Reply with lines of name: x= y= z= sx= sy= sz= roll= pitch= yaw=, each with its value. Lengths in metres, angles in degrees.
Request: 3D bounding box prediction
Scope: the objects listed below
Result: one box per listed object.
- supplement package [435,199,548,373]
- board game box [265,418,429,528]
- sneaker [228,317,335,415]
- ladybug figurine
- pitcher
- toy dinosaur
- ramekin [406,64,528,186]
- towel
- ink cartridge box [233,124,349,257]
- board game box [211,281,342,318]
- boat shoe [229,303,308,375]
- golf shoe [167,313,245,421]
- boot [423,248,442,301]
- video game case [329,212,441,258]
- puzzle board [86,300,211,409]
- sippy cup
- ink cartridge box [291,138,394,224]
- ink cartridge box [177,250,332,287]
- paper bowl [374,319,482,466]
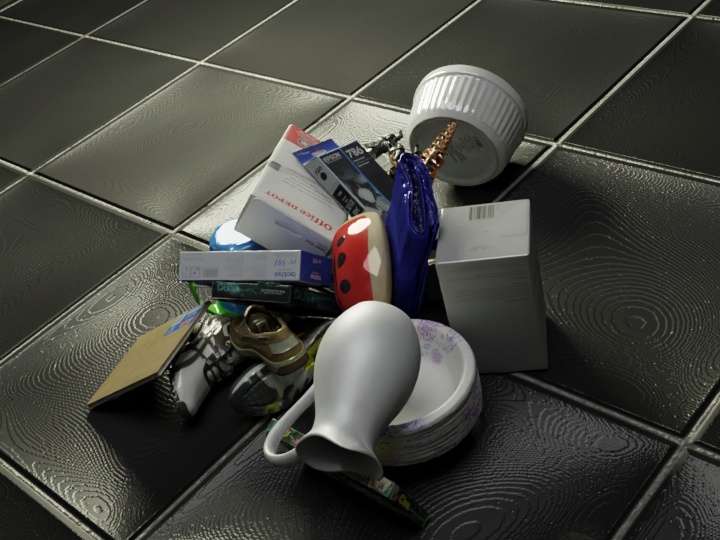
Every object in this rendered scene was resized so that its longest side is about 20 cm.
supplement package: x=0.177 y=0.025 z=1.308 sx=0.121 sy=0.201 sz=0.120 roll=-5 pitch=38 yaw=14
board game box: x=-0.017 y=0.242 z=1.184 sx=0.200 sy=0.105 sz=0.024 roll=20 pitch=73 yaw=38
sneaker: x=-0.107 y=0.134 z=1.398 sx=0.200 sy=0.075 sz=0.085 roll=-32 pitch=24 yaw=-25
ladybug figurine: x=0.000 y=0.000 z=1.371 sx=0.072 sy=0.136 sz=0.200 roll=1 pitch=39 yaw=-8
pitcher: x=-0.022 y=0.140 z=1.149 sx=0.171 sy=0.121 sz=0.200 roll=-8 pitch=46 yaw=33
toy dinosaur: x=0.080 y=-0.155 z=1.584 sx=0.199 sy=0.102 sz=0.136 roll=-29 pitch=37 yaw=-7
ramekin: x=0.171 y=-0.234 z=1.655 sx=0.199 sy=0.200 sz=0.105 roll=6 pitch=51 yaw=27
towel: x=0.067 y=-0.041 z=1.344 sx=0.049 sy=0.200 sz=0.148 roll=2 pitch=51 yaw=-8
ink cartridge box: x=-0.090 y=-0.111 z=1.517 sx=0.146 sy=0.083 sz=0.200 roll=30 pitch=42 yaw=-7
board game box: x=-0.099 y=0.043 z=1.411 sx=0.135 sy=0.200 sz=0.028 roll=2 pitch=83 yaw=31
boat shoe: x=-0.134 y=0.078 z=1.347 sx=0.072 sy=0.076 sz=0.200 roll=-33 pitch=23 yaw=-23
golf shoe: x=-0.215 y=0.130 z=1.425 sx=0.094 sy=0.078 sz=0.200 roll=-6 pitch=39 yaw=13
boot: x=0.064 y=0.017 z=1.494 sx=0.199 sy=0.075 sz=0.097 roll=-10 pitch=14 yaw=18
video game case: x=0.032 y=-0.051 z=1.565 sx=0.199 sy=0.024 sz=0.182 roll=-23 pitch=18 yaw=-9
puzzle board: x=-0.307 y=0.126 z=1.443 sx=0.200 sy=0.017 sz=0.151 roll=-25 pitch=24 yaw=42
sippy cup: x=-0.174 y=-0.010 z=1.544 sx=0.139 sy=0.131 sz=0.178 roll=9 pitch=44 yaw=31
ink cartridge box: x=-0.004 y=-0.134 z=1.503 sx=0.200 sy=0.039 sz=0.099 roll=46 pitch=43 yaw=13
ink cartridge box: x=-0.149 y=-0.001 z=1.396 sx=0.199 sy=0.094 sz=0.044 roll=0 pitch=83 yaw=27
paper bowl: x=0.055 y=0.164 z=1.256 sx=0.200 sy=0.105 sz=0.201 roll=-10 pitch=37 yaw=8
